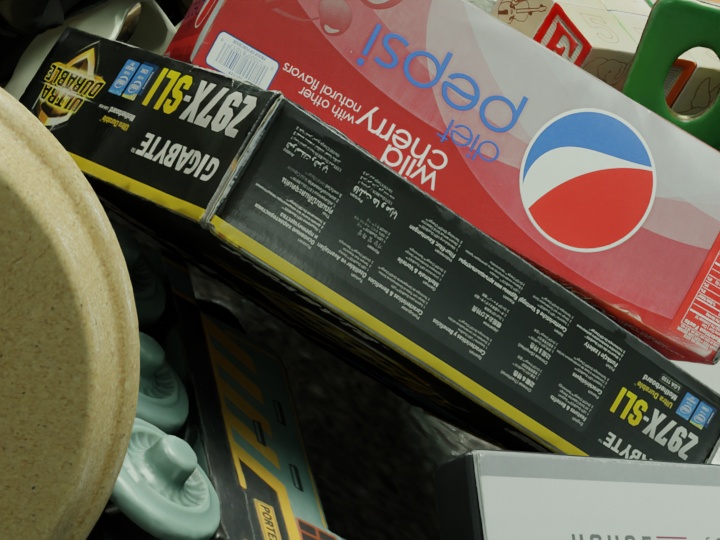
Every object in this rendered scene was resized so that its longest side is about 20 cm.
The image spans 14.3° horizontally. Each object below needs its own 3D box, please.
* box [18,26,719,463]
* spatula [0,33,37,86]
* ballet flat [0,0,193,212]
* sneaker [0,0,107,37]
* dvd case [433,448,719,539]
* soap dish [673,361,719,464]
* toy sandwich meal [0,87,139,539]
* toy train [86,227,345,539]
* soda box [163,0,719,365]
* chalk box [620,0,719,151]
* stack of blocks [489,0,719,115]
[{"bbox_3d":[0.000,0.000,0.911,0.200,0.049,0.160,33,-4,-31],"label":"box"},{"bbox_3d":[-0.082,-0.122,1.006,0.056,0.200,0.021,40,-11,5],"label":"spatula"},{"bbox_3d":[-0.068,-0.076,0.995,0.200,0.073,0.068,-33,55,-27],"label":"ballet flat"},{"bbox_3d":[-0.139,-0.128,0.920,0.199,0.077,0.111,-4,49,-33],"label":"sneaker"},{"bbox_3d":[0.095,0.153,0.817,0.150,0.025,0.201,6,69,-37],"label":"dvd case"},{"bbox_3d":[0.139,0.104,0.982,0.157,0.081,0.200,23,30,-14],"label":"soap dish"},{"bbox_3d":[-0.158,0.019,0.748,0.204,0.206,0.070,22,12,-15],"label":"toy sandwich meal"},{"bbox_3d":[-0.061,0.065,0.864,0.114,0.085,0.200,30,22,-30],"label":"toy train"},{"bbox_3d":[0.038,-0.043,0.929,0.199,0.064,0.070,30,-5,-12],"label":"soda box"},{"bbox_3d":[0.196,-0.045,1.067,0.199,0.125,0.124,22,30,7],"label":"chalk box"},{"bbox_3d":[0.061,-0.058,1.129,0.199,0.115,0.059,6,37,-37],"label":"stack of blocks"}]
